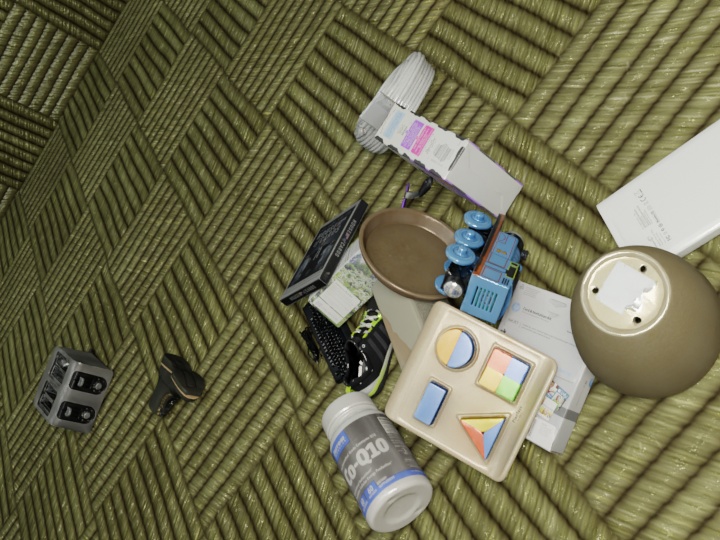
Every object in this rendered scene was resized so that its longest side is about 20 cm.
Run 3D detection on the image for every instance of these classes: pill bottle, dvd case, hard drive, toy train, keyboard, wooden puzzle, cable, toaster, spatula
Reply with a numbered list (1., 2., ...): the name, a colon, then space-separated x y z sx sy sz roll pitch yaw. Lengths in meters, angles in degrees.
1. pill bottle: 0.019 0.296 1.103 0.114 0.113 0.201 -52 45 14
2. dvd case: -0.068 -0.033 1.319 0.150 0.025 0.202 -28 29 51
3. hard drive: 0.430 -0.094 0.930 0.199 0.026 0.133 -38 50 27
4. toy train: 0.185 -0.012 1.042 0.113 0.201 0.088 23 128 10
5. keyboard: -0.070 0.126 1.321 0.104 0.039 0.201 -47 45 18
6. wooden puzzle: 0.148 0.166 0.976 0.198 0.046 0.188 27 92 22
7. cable: 0.064 -0.312 1.301 0.201 0.069 0.200 -54 11 2
8. toaster: -0.776 0.312 1.883 0.199 0.118 0.183 19 86 47
9. spatula: 0.095 -0.134 1.206 0.200 0.020 0.058 157 129 -77
10. keyboard: 0.077 -0.247 1.221 0.056 0.199 0.011 -43 52 21

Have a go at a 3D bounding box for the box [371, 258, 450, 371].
1. box: 0.097 0.085 1.126 0.078 0.094 0.202 -53 41 35

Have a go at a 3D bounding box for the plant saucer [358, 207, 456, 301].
1. plant saucer: 0.088 -0.025 1.137 0.030 0.197 0.202 114 146 -44

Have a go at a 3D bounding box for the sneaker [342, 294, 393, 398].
1. sneaker: 0.016 0.121 1.204 0.071 0.082 0.204 -7 66 42

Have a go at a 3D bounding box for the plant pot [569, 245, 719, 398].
1. plant pot: 0.323 0.045 0.819 0.184 0.199 0.191 -8 73 27

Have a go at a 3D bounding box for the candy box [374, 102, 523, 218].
1. candy box: 0.143 -0.181 1.150 0.072 0.167 0.200 -57 44 8

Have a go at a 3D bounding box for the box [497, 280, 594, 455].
1. box: 0.255 0.133 0.995 0.155 0.041 0.203 22 90 46

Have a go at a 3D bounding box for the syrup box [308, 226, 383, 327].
1. syrup box: 0.000 0.000 1.259 0.200 0.079 0.082 -44 15 21

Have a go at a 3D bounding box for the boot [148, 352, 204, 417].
1. boot: -0.422 0.290 1.584 0.199 0.077 0.140 30 99 60
